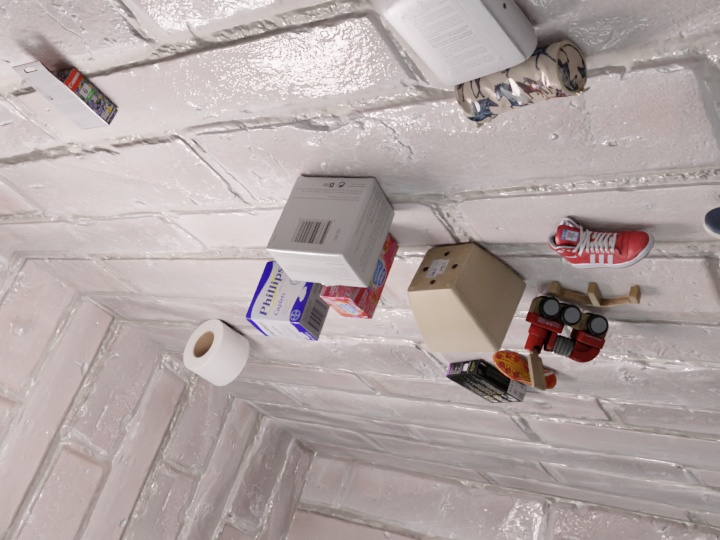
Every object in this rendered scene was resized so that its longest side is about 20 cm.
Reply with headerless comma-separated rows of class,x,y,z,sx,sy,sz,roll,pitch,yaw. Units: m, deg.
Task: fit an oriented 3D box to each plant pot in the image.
plant pot,0.223,0.051,1.780,0.199,0.200,0.177,-5,135,44

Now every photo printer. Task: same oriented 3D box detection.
photo printer,0.131,-0.362,1.119,0.166,0.070,0.200,-7,143,47

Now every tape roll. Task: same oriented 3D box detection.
tape roll,-0.515,0.294,2.832,0.202,0.204,0.139,-5,145,44

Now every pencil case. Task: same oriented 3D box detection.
pencil case,0.241,-0.280,1.190,0.199,0.078,0.090,-7,124,45

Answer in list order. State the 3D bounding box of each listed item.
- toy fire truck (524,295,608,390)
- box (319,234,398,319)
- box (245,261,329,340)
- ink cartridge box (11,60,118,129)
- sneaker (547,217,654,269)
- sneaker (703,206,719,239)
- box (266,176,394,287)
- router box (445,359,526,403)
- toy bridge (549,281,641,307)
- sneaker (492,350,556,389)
toy fire truck,0.450,0.174,1.785,0.175,0.201,0.129,20,-179,0
box,0.000,0.000,1.816,0.095,0.201,0.100,3,151,38
box,-0.187,0.081,2.150,0.199,0.185,0.105,1,151,36
ink cartridge box,-0.628,-0.387,1.689,0.108,0.051,0.200,2,149,36
sneaker,0.448,-0.056,1.507,0.112,0.072,0.199,30,157,-28
sneaker,0.654,-0.097,1.263,0.199,0.075,0.085,-4,149,24
box,-0.061,-0.085,1.688,0.198,0.201,0.131,5,150,29
router box,0.381,0.340,2.406,0.199,0.051,0.149,32,155,-23
toy bridge,0.515,0.055,1.739,0.199,0.027,0.067,4,152,36
sneaker,0.453,0.287,2.222,0.199,0.073,0.077,28,165,-10
